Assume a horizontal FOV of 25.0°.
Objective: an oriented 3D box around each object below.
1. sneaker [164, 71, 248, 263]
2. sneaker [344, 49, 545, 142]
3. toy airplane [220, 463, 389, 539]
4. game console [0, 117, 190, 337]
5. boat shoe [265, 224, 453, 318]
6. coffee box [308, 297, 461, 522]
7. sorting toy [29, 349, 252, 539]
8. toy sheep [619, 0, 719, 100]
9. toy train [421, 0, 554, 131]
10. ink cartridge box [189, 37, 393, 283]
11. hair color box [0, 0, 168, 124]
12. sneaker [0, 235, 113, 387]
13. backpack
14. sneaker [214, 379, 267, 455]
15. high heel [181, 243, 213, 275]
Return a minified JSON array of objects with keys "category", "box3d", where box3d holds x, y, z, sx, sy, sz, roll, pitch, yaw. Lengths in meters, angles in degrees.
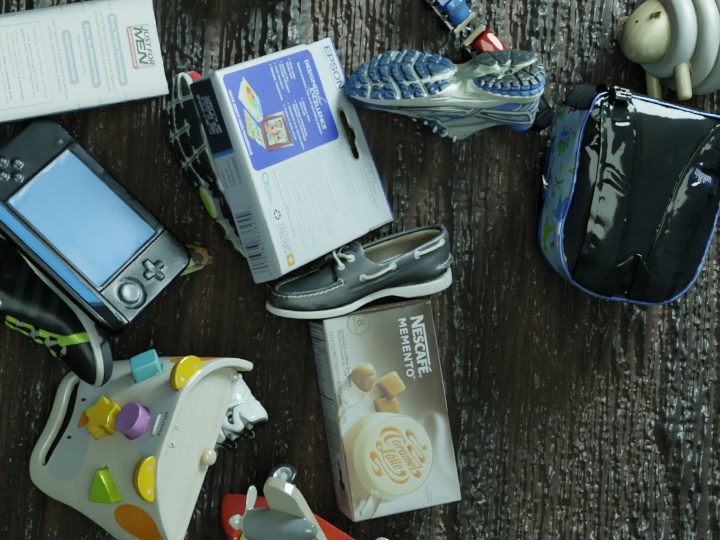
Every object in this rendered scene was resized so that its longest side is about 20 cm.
[{"category":"sneaker","box3d":[-0.124,-0.106,1.586,0.085,0.077,0.201,-32,104,-29]},{"category":"sneaker","box3d":[0.083,-0.164,1.613,0.198,0.077,0.086,2,134,7]},{"category":"toy airplane","box3d":[-0.050,0.285,1.530,0.141,0.199,0.200,-42,93,-25]},{"category":"game console","box3d":[-0.255,-0.046,1.444,0.200,0.116,0.176,44,55,-1]},{"category":"boat shoe","box3d":[0.000,0.000,1.594,0.198,0.074,0.061,-11,116,-19]},{"category":"coffee box","box3d":[0.023,0.135,1.611,0.113,0.080,0.202,-9,94,-12]},{"category":"sorting toy","box3d":[-0.223,0.152,1.513,0.107,0.179,0.201,45,56,-50]},{"category":"toy sheep","box3d":[0.350,-0.240,1.654,0.199,0.138,0.139,-8,94,-28]},{"category":"toy train","box3d":[0.128,-0.221,1.642,0.034,0.046,0.200,-43,100,-8]},{"category":"ink cartridge box","box3d":[-0.064,-0.111,1.569,0.200,0.047,0.199,-28,100,-56]},{"category":"hair color box","box3d":[-0.290,-0.198,1.540,0.198,0.061,0.100,-11,95,-12]},{"category":"sneaker","box3d":[-0.310,0.036,1.493,0.083,0.072,0.200,-35,85,-31]},{"category":"backpack","box3d":[0.268,-0.072,1.626,0.182,0.147,0.202,12,94,-14]},{"category":"sneaker","box3d":[-0.191,0.163,1.576,0.199,0.075,0.081,-29,75,-6]},{"category":"high heel","box3d":[-0.240,-0.061,1.547,0.198,0.071,0.144,0,98,-4]}]
